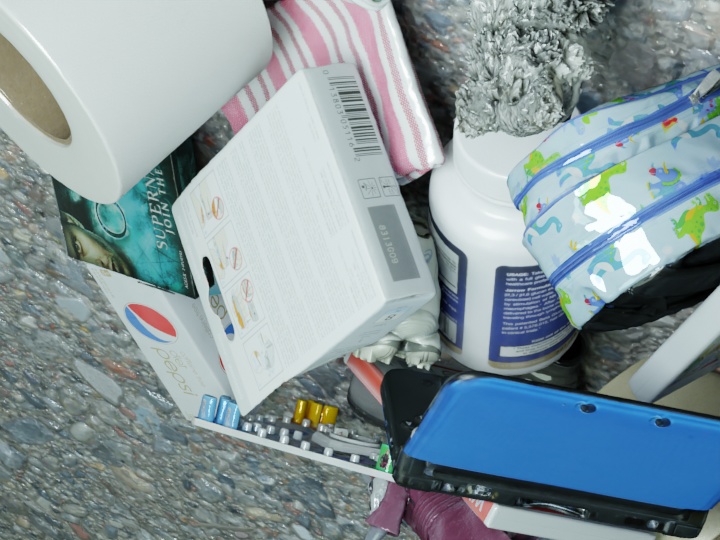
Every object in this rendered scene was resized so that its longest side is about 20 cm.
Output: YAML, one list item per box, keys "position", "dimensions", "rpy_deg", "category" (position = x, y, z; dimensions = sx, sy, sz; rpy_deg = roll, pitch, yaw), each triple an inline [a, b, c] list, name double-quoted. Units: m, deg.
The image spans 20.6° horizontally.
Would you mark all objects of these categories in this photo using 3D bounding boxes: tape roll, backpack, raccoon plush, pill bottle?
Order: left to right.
- position: [-0.171, -0.163, 1.252]
  dimensions: [0.202, 0.139, 0.203]
  rpy_deg: [41, 161, 17]
  category: "tape roll"
- position: [0.066, -0.166, 1.107]
  dimensions: [0.200, 0.135, 0.096]
  rpy_deg: [42, 148, -18]
  category: "raccoon plush"
- position: [0.099, -0.029, 1.295]
  dimensions: [0.110, 0.112, 0.201]
  rpy_deg: [21, 147, 15]
  category: "pill bottle"
- position: [0.179, -0.041, 1.131]
  dimensions: [0.154, 0.200, 0.163]
  rpy_deg: [51, 144, -3]
  category: "backpack"

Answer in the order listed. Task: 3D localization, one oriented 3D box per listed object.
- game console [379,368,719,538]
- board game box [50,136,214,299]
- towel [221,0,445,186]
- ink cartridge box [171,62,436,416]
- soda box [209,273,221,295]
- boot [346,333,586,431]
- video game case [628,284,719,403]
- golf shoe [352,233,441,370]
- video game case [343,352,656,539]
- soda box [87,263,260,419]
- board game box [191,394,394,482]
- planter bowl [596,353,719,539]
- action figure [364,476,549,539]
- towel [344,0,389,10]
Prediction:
- position: [0.125, 0.083, 1.196]
  dimensions: [0.198, 0.171, 0.119]
  rpy_deg: [12, 116, -11]
  category: "game console"
- position: [-0.178, -0.085, 1.453]
  dimensions: [0.134, 0.028, 0.202]
  rpy_deg: [16, 128, 33]
  category: "board game box"
- position: [-0.030, -0.108, 1.298]
  dimensions: [0.199, 0.030, 0.148]
  rpy_deg: [-24, 88, 53]
  category: "towel"
- position: [-0.042, -0.015, 1.280]
  dimensions: [0.200, 0.047, 0.161]
  rpy_deg: [-40, 65, 51]
  category: "ink cartridge box"
- position: [-0.067, -0.031, 1.473]
  dimensions: [0.199, 0.064, 0.068]
  rpy_deg: [-7, 133, 45]
  category: "soda box"
- position: [0.079, 0.069, 1.506]
  dimensions: [0.198, 0.070, 0.132]
  rpy_deg: [8, 137, 18]
  category: "boot"
- position: [0.264, -0.002, 1.148]
  dimensions: [0.023, 0.181, 0.200]
  rpy_deg: [57, 152, 15]
  category: "video game case"
- position: [0.000, 0.000, 1.343]
  dimensions: [0.078, 0.098, 0.200]
  rpy_deg: [5, -172, -32]
  category: "golf shoe"
- position: [0.089, 0.116, 1.309]
  dimensions: [0.142, 0.018, 0.200]
  rpy_deg: [15, -161, -36]
  category: "video game case"
- position: [-0.143, 0.041, 1.622]
  dimensions: [0.068, 0.064, 0.201]
  rpy_deg: [6, 140, 33]
  category: "soda box"
- position: [-0.004, 0.135, 1.585]
  dimensions: [0.198, 0.026, 0.200]
  rpy_deg: [13, -179, 25]
  category: "board game box"
- position: [0.213, 0.144, 1.394]
  dimensions: [0.135, 0.199, 0.201]
  rpy_deg: [51, 153, 18]
  category: "planter bowl"
- position: [0.069, 0.207, 1.657]
  dimensions: [0.200, 0.133, 0.150]
  rpy_deg: [38, 122, 36]
  category: "action figure"
- position: [-0.077, -0.219, 1.195]
  dimensions: [0.199, 0.031, 0.150]
  rpy_deg: [18, 151, 54]
  category: "towel"
